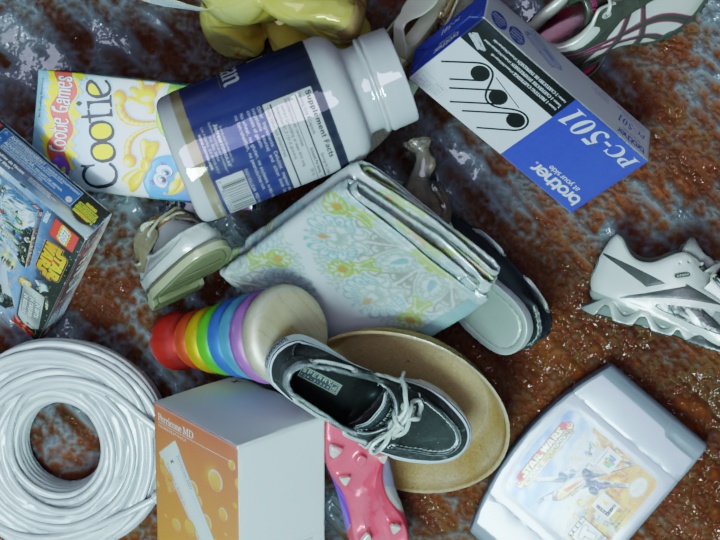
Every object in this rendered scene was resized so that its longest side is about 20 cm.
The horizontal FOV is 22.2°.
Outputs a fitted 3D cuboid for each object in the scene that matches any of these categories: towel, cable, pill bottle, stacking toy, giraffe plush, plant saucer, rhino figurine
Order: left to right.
[{"bbox_3d":[-0.269,0.157,1.669,0.200,0.069,0.200,-36,94,10],"label":"cable"},{"bbox_3d":[-0.120,0.058,1.604,0.199,0.085,0.086,-4,95,50],"label":"stacking toy"},{"bbox_3d":[-0.077,-0.280,1.580,0.199,0.172,0.163,18,75,-26],"label":"giraffe plush"},{"bbox_3d":[-0.058,-0.126,1.512,0.199,0.111,0.112,-22,92,-1],"label":"pill bottle"},{"bbox_3d":[-0.002,-0.044,1.613,0.199,0.060,0.088,-22,77,35],"label":"rhino figurine"},{"bbox_3d":[0.000,0.000,1.572,0.171,0.048,0.200,36,136,-20],"label":"towel"},{"bbox_3d":[0.037,0.115,1.615,0.199,0.036,0.201,10,134,11],"label":"plant saucer"}]

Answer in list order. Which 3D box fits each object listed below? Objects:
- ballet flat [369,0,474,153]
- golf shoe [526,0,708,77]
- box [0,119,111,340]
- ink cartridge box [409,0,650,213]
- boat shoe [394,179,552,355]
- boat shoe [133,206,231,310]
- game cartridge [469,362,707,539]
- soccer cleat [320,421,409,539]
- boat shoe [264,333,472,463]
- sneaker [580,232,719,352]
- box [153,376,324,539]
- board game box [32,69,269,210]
[{"bbox_3d":[0.027,-0.185,1.593,0.067,0.062,0.200,28,74,26],"label":"ballet flat"},{"bbox_3d":[0.224,-0.228,1.580,0.199,0.088,0.077,-34,73,6],"label":"golf shoe"},{"bbox_3d":[-0.303,-0.034,1.613,0.137,0.200,0.040,41,54,2],"label":"box"},{"bbox_3d":[0.146,-0.141,1.565,0.200,0.044,0.094,37,130,-22],"label":"ink cartridge box"},{"bbox_3d":[0.088,-0.004,1.628,0.200,0.060,0.076,51,122,18],"label":"boat shoe"},{"bbox_3d":[-0.165,-0.016,1.588,0.074,0.200,0.069,-24,86,-20],"label":"boat shoe"},{"bbox_3d":[0.196,0.189,1.646,0.133,0.042,0.200,39,97,-2],"label":"game cartridge"},{"bbox_3d":[-0.001,0.169,1.613,0.066,0.076,0.201,-18,115,-10],"label":"soccer cleat"},{"bbox_3d":[0.015,0.114,1.517,0.199,0.068,0.074,32,94,-25],"label":"boat shoe"},{"bbox_3d":[0.300,0.021,1.602,0.199,0.074,0.089,16,98,4],"label":"sneaker"},{"bbox_3d":[-0.105,0.211,1.597,0.124,0.097,0.201,21,117,46],"label":"box"},{"bbox_3d":[-0.181,-0.116,1.627,0.199,0.103,0.106,6,95,5],"label":"board game box"}]
